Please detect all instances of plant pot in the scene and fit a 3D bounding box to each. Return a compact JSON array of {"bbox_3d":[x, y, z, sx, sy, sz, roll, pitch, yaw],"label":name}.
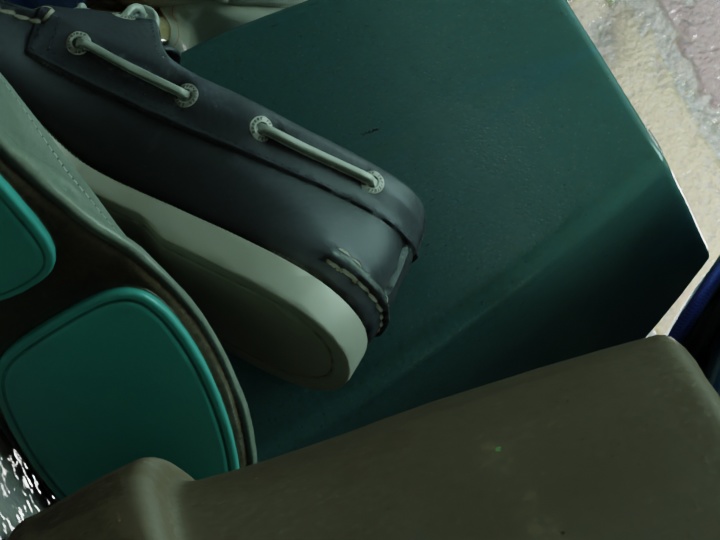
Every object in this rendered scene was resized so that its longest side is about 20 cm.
[{"bbox_3d":[0.033,0.105,0.739,0.201,0.174,0.200,57,4,-6],"label":"plant pot"},{"bbox_3d":[0.000,0.000,0.930,0.142,0.199,0.141,60,3,24],"label":"plant pot"}]

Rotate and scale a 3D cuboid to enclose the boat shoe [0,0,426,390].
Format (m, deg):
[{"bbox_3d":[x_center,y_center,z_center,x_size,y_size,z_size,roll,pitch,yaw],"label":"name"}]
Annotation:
[{"bbox_3d":[-0.072,-0.042,0.847,0.199,0.063,0.073,32,-24,9],"label":"boat shoe"}]

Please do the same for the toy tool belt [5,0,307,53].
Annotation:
[{"bbox_3d":[-0.113,-0.124,0.961,0.199,0.123,0.126,26,-54,30],"label":"toy tool belt"}]

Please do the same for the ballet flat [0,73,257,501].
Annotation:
[{"bbox_3d":[-0.087,-0.004,0.792,0.200,0.067,0.064,55,17,-35],"label":"ballet flat"}]

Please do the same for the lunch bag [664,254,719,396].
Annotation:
[{"bbox_3d":[0.136,0.063,0.909,0.170,0.126,0.201,114,-19,-60],"label":"lunch bag"}]
